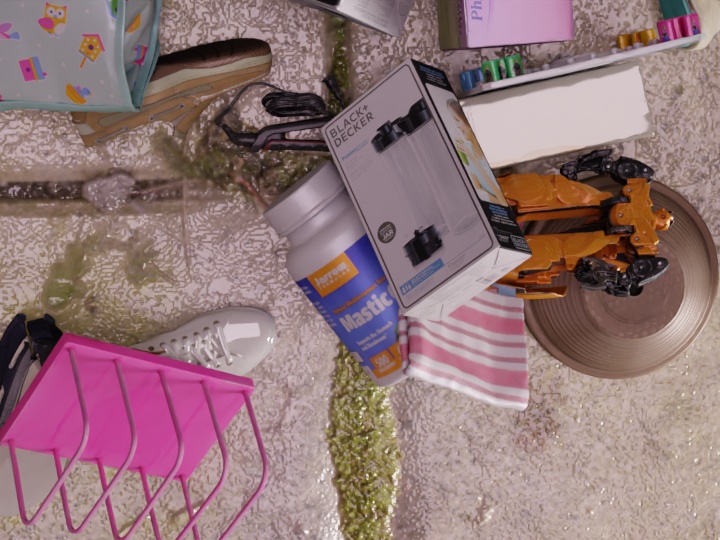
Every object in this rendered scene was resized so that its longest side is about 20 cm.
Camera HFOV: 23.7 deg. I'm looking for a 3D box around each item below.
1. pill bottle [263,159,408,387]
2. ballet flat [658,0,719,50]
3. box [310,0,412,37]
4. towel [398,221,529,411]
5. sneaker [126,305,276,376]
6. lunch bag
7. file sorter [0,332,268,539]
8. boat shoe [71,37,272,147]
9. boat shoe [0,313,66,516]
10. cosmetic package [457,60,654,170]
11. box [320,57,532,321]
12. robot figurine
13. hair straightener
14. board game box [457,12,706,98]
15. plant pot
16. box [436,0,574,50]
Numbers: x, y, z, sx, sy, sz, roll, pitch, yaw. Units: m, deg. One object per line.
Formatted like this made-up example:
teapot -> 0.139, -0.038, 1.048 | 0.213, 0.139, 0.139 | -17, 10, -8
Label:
pill bottle -> 0.000, 0.000, 1.611 | 0.112, 0.112, 0.200 | -38, 98, 1
ballet flat -> 0.297, -0.308, 1.625 | 0.069, 0.069, 0.201 | -20, 100, -1
box -> -0.060, -0.274, 1.521 | 0.199, 0.116, 0.061 | 24, 96, 29
towel -> 0.097, 0.021, 1.586 | 0.146, 0.030, 0.202 | 17, 59, -33
sneaker -> -0.172, 0.091, 1.625 | 0.199, 0.085, 0.073 | -21, 96, -2
lunch bag -> -0.268, -0.241, 1.546 | 0.169, 0.122, 0.202 | 4, 91, 11
file sorter -> -0.201, 0.168, 1.550 | 0.199, 0.126, 0.139 | 17, 125, -33
boat shoe -> -0.173, -0.162, 1.609 | 0.198, 0.072, 0.077 | -12, 108, 8
boat shoe -> -0.319, 0.134, 1.634 | 0.074, 0.093, 0.201 | 5, 124, -36
cosmetic package -> 0.164, -0.139, 1.609 | 0.198, 0.104, 0.074 | -12, 93, -1
box -> 0.055, -0.071, 1.514 | 0.116, 0.060, 0.201 | -35, 65, 27
robot figurine -> 0.184, -0.037, 1.560 | 0.198, 0.058, 0.146 | -3, 66, -2
hair straightener -> -0.039, -0.150, 1.633 | 0.198, 0.041, 0.078 | 1, 97, 0
board game box -> 0.193, -0.193, 1.556 | 0.198, 0.200, 0.026 | -13, 94, -2
plant pot -> 0.252, 0.009, 1.640 | 0.199, 0.093, 0.203 | 0, 96, -5
box -> 0.123, -0.290, 1.541 | 0.096, 0.200, 0.178 | -4, 96, -3
